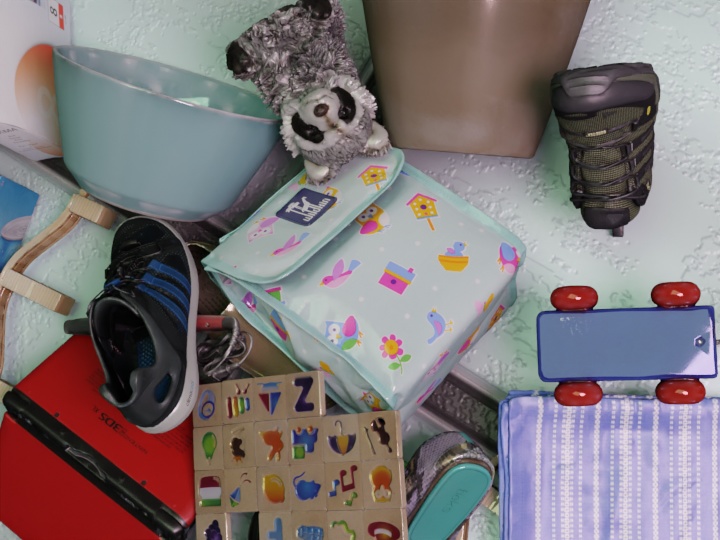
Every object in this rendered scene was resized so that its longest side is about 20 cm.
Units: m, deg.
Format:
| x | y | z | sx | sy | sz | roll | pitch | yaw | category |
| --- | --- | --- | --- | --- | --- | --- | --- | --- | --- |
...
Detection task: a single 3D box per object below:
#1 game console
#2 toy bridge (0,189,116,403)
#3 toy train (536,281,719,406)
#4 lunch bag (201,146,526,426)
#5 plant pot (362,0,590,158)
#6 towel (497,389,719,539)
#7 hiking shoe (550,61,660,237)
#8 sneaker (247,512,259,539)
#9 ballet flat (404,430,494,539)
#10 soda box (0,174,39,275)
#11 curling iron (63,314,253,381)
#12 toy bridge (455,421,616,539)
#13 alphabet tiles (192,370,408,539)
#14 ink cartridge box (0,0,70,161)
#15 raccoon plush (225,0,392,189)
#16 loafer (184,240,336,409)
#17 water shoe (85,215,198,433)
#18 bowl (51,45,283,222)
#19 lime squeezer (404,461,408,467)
| x | y | z | sx | sy | sz | roll | pitch | yaw | category |
| --- | --- | --- | --- | --- | --- | --- | --- | --- | --- |
| -0.205 | 0.169 | 0.988 | 0.200 | 0.119 | 0.172 | 33 | 57 | 19 | game console |
| -0.289 | 0.018 | 1.031 | 0.067 | 0.027 | 0.200 | 23 | 84 | 19 | toy bridge |
| 0.231 | 0.053 | 0.843 | 0.200 | 0.116 | 0.085 | -3 | 86 | 10 | toy train |
| 0.000 | 0.000 | 0.895 | 0.200 | 0.122 | 0.170 | 40 | 70 | 17 | lunch bag |
| 0.087 | -0.178 | 0.906 | 0.200 | 0.200 | 0.174 | 6 | 97 | 17 | plant pot |
| 0.201 | 0.162 | 0.850 | 0.200 | 0.024 | 0.145 | 1 | 85 | 6 | towel |
| 0.184 | -0.083 | 0.835 | 0.076 | 0.200 | 0.101 | -6 | 78 | 20 | hiking shoe |
| -0.066 | 0.245 | 0.897 | 0.071 | 0.083 | 0.200 | 2 | 79 | 17 | sneaker |
| 0.033 | 0.202 | 0.887 | 0.072 | 0.072 | 0.200 | 39 | 110 | 20 | ballet flat |
| -0.365 | 0.007 | 1.041 | 0.064 | 0.068 | 0.200 | 18 | 83 | 18 | soda box |
| -0.172 | 0.053 | 0.944 | 0.200 | 0.026 | 0.050 | 6 | 72 | 32 | curling iron |
| 0.114 | 0.185 | 0.889 | 0.067 | 0.027 | 0.200 | 35 | 89 | 20 | toy bridge |
| -0.049 | 0.159 | 0.845 | 0.200 | 0.008 | 0.167 | -10 | 78 | 37 | alphabet tiles |
| -0.319 | -0.201 | 1.003 | 0.050 | 0.200 | 0.162 | -8 | 77 | 13 | ink cartridge box |
| -0.020 | -0.149 | 0.933 | 0.097 | 0.200 | 0.134 | -28 | 96 | 24 | raccoon plush |
| -0.093 | 0.044 | 0.956 | 0.200 | 0.067 | 0.076 | 35 | 89 | 20 | loafer |
| -0.168 | 0.025 | 0.889 | 0.071 | 0.079 | 0.200 | -26 | 54 | 13 | water shoe |
| -0.167 | -0.108 | 0.962 | 0.201 | 0.201 | 0.105 | 23 | 105 | 19 | bowl |
| -0.030 | 0.137 | 0.917 | 0.200 | 0.071 | 0.038 | 19 | 83 | 18 | lime squeezer |
